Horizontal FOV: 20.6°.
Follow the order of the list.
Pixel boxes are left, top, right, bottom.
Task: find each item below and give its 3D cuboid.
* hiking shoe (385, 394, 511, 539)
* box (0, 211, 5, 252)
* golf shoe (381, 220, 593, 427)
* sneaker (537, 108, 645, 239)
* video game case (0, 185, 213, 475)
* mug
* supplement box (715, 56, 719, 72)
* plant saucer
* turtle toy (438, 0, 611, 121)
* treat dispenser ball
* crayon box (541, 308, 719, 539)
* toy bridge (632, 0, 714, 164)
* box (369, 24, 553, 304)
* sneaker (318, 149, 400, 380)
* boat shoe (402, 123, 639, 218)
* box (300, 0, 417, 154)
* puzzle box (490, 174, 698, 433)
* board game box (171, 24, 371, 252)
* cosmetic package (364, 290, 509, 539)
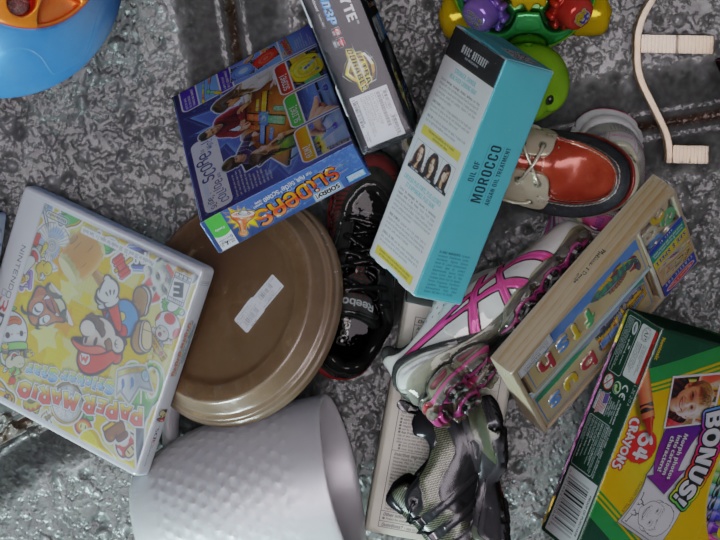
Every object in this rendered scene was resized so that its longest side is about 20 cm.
[{"bbox_3d":[0.072,0.202,1.629,0.100,0.076,0.202,0,91,9],"label":"hiking shoe"},{"bbox_3d":[-0.411,0.032,1.655,0.183,0.105,0.201,13,99,9],"label":"box"},{"bbox_3d":[0.101,0.026,1.591,0.200,0.073,0.092,-44,59,-5],"label":"golf shoe"},{"bbox_3d":[0.188,-0.032,1.645,0.081,0.088,0.201,9,99,0],"label":"sneaker"},{"bbox_3d":[-0.230,0.048,1.658,0.199,0.023,0.183,24,100,28],"label":"video game case"},{"bbox_3d":[-0.102,0.169,1.668,0.174,0.148,0.201,-13,73,9],"label":"mug"},{"bbox_3d":[0.386,-0.107,1.629,0.110,0.086,0.201,-26,97,6],"label":"supplement box"},{"bbox_3d":[-0.106,0.028,1.637,0.199,0.029,0.201,-10,69,28],"label":"plant saucer"},{"bbox_3d":[0.135,-0.221,1.611,0.145,0.101,0.201,-2,99,2],"label":"turtle toy"},{"bbox_3d":[-0.287,-0.237,1.573,0.199,0.201,0.202,0,99,2],"label":"treat dispenser ball"},{"bbox_3d":[0.264,0.149,1.650,0.172,0.058,0.201,15,101,-31],"label":"crayon box"},{"bbox_3d":[0.260,-0.189,1.650,0.067,0.027,0.201,1,98,3],"label":"toy bridge"},{"bbox_3d":[0.077,-0.082,1.555,0.049,0.082,0.201,11,109,-33],"label":"box"},{"bbox_3d":[0.000,0.000,1.650,0.070,0.098,0.202,10,98,-5],"label":"sneaker"},{"bbox_3d":[0.128,-0.088,1.603,0.199,0.062,0.072,16,93,34],"label":"boat shoe"},{"bbox_3d":[-0.004,-0.180,1.573,0.046,0.200,0.160,-21,97,6],"label":"box"},{"bbox_3d":[0.192,0.030,1.603,0.025,0.133,0.200,38,82,29],"label":"puzzle box"},{"bbox_3d":[-0.076,-0.110,1.590,0.135,0.200,0.035,-27,126,6],"label":"board game box"},{"bbox_3d":[0.069,0.125,1.681,0.103,0.073,0.201,11,99,0],"label":"cosmetic package"}]
